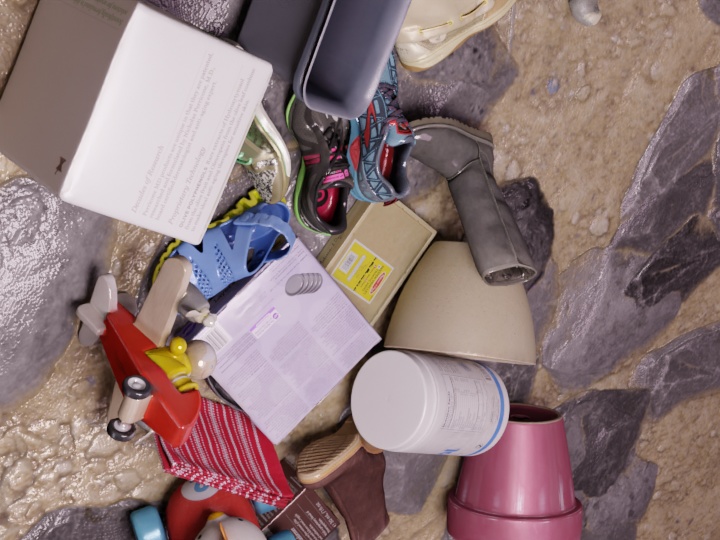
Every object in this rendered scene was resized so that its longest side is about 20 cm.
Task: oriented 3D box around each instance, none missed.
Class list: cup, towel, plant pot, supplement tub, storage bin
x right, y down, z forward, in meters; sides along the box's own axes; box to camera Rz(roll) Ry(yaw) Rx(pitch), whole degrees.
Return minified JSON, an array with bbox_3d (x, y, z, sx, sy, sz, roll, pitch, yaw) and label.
[{"bbox_3d":[0.135,0.040,1.750,0.199,0.199,0.145,11,83,-40],"label":"cup"},{"bbox_3d":[-0.171,0.204,1.612,0.022,0.145,0.199,-45,135,20],"label":"towel"},{"bbox_3d":[0.224,0.292,1.939,0.198,0.199,0.181,-2,98,-36],"label":"plant pot"},{"bbox_3d":[0.095,0.178,1.792,0.199,0.131,0.133,12,105,-49],"label":"supplement tub"},{"bbox_3d":[-0.036,-0.286,1.465,0.145,0.134,0.202,6,110,-55],"label":"storage bin"}]

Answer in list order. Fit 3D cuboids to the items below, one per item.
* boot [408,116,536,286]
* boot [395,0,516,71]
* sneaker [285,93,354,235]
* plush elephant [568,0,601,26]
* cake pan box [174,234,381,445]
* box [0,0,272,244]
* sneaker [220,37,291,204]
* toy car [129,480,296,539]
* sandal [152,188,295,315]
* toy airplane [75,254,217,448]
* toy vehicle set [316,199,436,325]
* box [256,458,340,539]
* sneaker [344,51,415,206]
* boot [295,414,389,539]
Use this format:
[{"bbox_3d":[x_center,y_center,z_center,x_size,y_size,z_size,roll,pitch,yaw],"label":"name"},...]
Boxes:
[{"bbox_3d":[0.129,-0.082,1.666,0.180,0.072,0.202,5,68,-38],"label":"boot"},{"bbox_3d":[0.103,-0.351,1.585,0.199,0.073,0.156,-38,133,-9],"label":"boot"},{"bbox_3d":[-0.037,-0.133,1.581,0.076,0.084,0.202,-22,124,-27],"label":"sneaker"},{"bbox_3d":[0.326,-0.398,1.675,0.164,0.155,0.201,33,91,-42],"label":"plush elephant"},{"bbox_3d":[-0.100,0.084,1.634,0.200,0.052,0.184,-45,115,-7],"label":"cake pan box"},{"bbox_3d":[-0.233,-0.165,1.338,0.170,0.198,0.202,18,99,-41],"label":"box"},{"bbox_3d":[-0.145,-0.151,1.491,0.088,0.076,0.202,-39,123,-29],"label":"sneaker"},{"bbox_3d":[-0.163,0.323,1.601,0.182,0.200,0.179,-19,81,-15],"label":"toy car"},{"bbox_3d":[-0.152,-0.018,1.552,0.200,0.087,0.080,-40,132,-12],"label":"sandal"},{"bbox_3d":[-0.227,0.092,1.479,0.140,0.199,0.202,0,84,-33],"label":"toy airplane"},{"bbox_3d":[0.000,0.000,1.715,0.124,0.026,0.201,37,88,-43],"label":"toy vehicle set"},{"bbox_3d":[-0.133,0.357,1.765,0.200,0.075,0.100,-43,131,-10],"label":"box"},{"bbox_3d":[0.034,-0.177,1.597,0.079,0.095,0.203,-16,112,-37],"label":"sneaker"},{"bbox_3d":[-0.013,0.294,1.762,0.200,0.072,0.168,-33,115,-62],"label":"boot"}]
